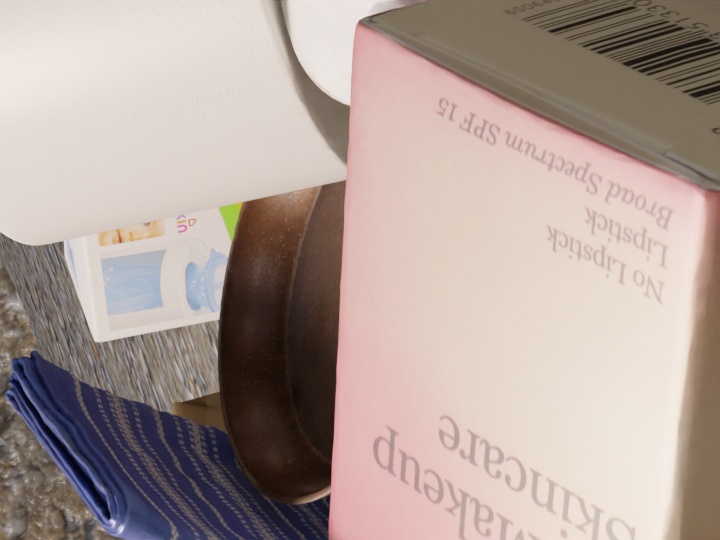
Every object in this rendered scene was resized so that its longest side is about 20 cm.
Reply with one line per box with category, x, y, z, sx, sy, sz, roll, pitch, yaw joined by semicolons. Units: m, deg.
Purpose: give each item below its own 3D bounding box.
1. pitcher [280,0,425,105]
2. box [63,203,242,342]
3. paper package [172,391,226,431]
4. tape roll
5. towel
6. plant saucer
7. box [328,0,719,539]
pitcher;0.012;-0.105;0.804;0.200;0.121;0.172;96;174;-73
box;-0.098;-0.082;1.281;0.101;0.112;0.201;-119;21;-59
paper package;-0.026;0.182;1.439;0.191;0.103;0.201;-105;0;-61
tape roll;-0.080;-0.120;0.978;0.203;0.139;0.204;-11;-90;-75
towel;-0.046;0.097;1.096;0.024;0.199;0.145;-62;33;10
plant saucer;0.000;0.000;1.073;0.200;0.034;0.201;-35;48;51
box;0.071;0.034;0.679;0.128;0.109;0.201;29;126;41
